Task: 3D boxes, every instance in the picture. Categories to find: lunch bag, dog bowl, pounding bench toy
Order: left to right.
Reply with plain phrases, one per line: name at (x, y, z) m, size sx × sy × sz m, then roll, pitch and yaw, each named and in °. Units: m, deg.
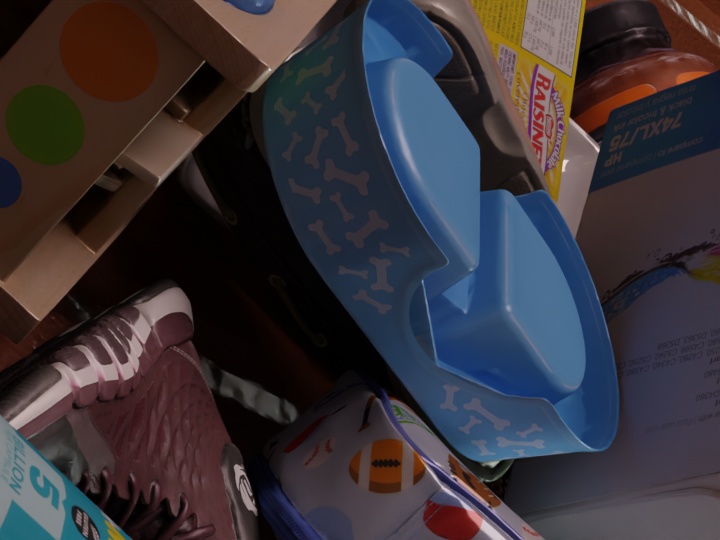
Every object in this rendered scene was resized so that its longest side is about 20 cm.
pounding bench toy at (-0.085, -0.103, 0.984) m, size 0.124 × 0.156 × 0.200 m, roll 43°, pitch 26°, yaw -5°
dog bowl at (0.029, -0.009, 1.020) m, size 0.200 × 0.049 × 0.112 m, roll 54°, pitch 26°, yaw -37°
lunch bag at (0.044, 0.129, 1.037) m, size 0.200 × 0.076 × 0.160 m, roll 48°, pitch -3°, yaw -8°

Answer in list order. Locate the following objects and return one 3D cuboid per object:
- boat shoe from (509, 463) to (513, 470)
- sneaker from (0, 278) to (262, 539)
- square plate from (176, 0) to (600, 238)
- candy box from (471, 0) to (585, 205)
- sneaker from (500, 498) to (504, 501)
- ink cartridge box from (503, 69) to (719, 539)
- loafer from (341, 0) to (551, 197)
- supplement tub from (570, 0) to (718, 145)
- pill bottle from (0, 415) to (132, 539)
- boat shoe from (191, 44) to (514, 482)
boat shoe at (0.116, 0.043, 1.222) m, size 0.200 × 0.073 × 0.067 m, roll -25°, pitch 97°, yaw -43°
sneaker at (-0.080, 0.078, 0.926) m, size 0.116 × 0.075 × 0.200 m, roll 62°, pitch 24°, yaw -4°
square plate at (0.015, -0.041, 1.229) m, size 0.198 × 0.028 × 0.200 m, roll 41°, pitch 44°, yaw -21°
candy box at (0.057, -0.122, 1.237) m, size 0.102 × 0.026 × 0.201 m, roll 27°, pitch 64°, yaw -41°
sneaker at (0.090, 0.187, 1.135) m, size 0.082 × 0.070 × 0.200 m, roll -18°, pitch 76°, yaw -56°
ink cartridge box at (0.173, 0.037, 1.123) m, size 0.147 × 0.146 × 0.201 m, roll 36°, pitch 57°, yaw -29°
loafer at (0.037, -0.059, 1.129) m, size 0.200 × 0.072 × 0.063 m, roll 72°, pitch 16°, yaw -51°
supplement tub at (0.158, -0.039, 1.462) m, size 0.107 × 0.107 × 0.201 m, roll 12°, pitch 54°, yaw -58°
pill bottle at (-0.094, 0.125, 0.803) m, size 0.200 × 0.111 × 0.111 m, roll 47°, pitch 28°, yaw -27°
boat shoe at (0.000, 0.000, 1.098) m, size 0.072 × 0.060 × 0.202 m, roll -52°, pitch 124°, yaw -38°
